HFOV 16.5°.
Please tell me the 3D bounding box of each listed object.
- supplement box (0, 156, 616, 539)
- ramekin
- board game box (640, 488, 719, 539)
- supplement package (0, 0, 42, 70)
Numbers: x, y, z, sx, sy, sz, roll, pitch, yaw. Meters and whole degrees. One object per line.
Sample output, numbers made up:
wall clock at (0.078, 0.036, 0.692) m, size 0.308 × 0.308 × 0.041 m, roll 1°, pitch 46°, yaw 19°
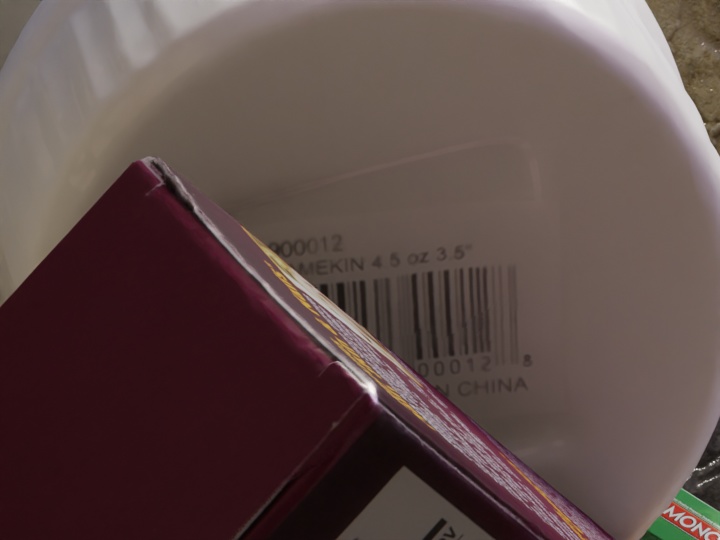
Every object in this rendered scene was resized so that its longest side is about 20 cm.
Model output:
supplement box at (0.010, 0.079, 0.527) m, size 0.200 × 0.086 × 0.110 m, roll 41°, pitch 2°, yaw -38°
ramekin at (0.001, 0.000, 0.636) m, size 0.200 × 0.201 × 0.098 m, roll 41°, pitch 10°, yaw -20°
board game box at (0.163, 0.172, 0.858) m, size 0.200 × 0.029 × 0.135 m, roll 32°, pitch -42°, yaw 37°
supplement package at (-0.119, -0.072, 0.972) m, size 0.200 × 0.117 × 0.117 m, roll 40°, pitch 2°, yaw -26°
